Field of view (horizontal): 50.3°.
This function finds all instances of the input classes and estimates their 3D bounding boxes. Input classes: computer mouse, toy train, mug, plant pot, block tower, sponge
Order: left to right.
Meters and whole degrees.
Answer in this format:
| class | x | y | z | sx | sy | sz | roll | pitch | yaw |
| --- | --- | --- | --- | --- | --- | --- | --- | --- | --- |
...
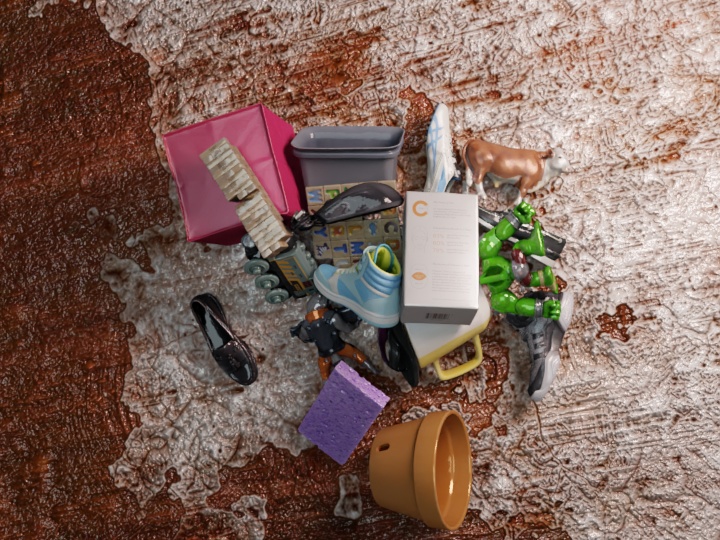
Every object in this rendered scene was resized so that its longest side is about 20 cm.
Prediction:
| class | x | y | z | sx | sy | sz | roll | pitch | yaw |
| --- | --- | --- | --- | --- | --- | --- | --- | --- | --- |
| block tower | -0.185 | -0.119 | 1.266 | 0.054 | 0.058 | 0.202 | -33 | 87 | 8 |
| toy train | -0.142 | -0.013 | 1.396 | 0.112 | 0.201 | 0.086 | -16 | 56 | 7 |
| sponge | -0.034 | 0.264 | 1.399 | 0.111 | 0.030 | 0.201 | 36 | 130 | 7 |
| computer mouse | -0.025 | -0.114 | 1.304 | 0.197 | 0.138 | 0.054 | -14 | 90 | 2 |
| plant pot | 0.103 | 0.351 | 1.359 | 0.138 | 0.199 | 0.204 | -5 | 89 | 25 |
| mug | 0.153 | 0.086 | 1.387 | 0.151 | 0.187 | 0.151 | -23 | 54 | 0 |

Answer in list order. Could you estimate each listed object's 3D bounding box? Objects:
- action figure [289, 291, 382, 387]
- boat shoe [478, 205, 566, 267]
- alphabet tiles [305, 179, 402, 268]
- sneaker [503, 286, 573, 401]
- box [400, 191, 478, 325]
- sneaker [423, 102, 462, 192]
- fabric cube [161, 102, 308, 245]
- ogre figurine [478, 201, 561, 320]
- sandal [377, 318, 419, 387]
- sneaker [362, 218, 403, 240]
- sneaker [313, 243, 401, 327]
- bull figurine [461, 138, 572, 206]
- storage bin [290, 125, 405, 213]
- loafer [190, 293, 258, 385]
| class | x | y | z | sx | sy | sz | roll | pitch | yaw |
| --- | --- | --- | --- | --- | --- | --- | --- | --- | --- |
| action figure | -0.031 | 0.122 | 1.419 | 0.198 | 0.105 | 0.195 | -28 | 95 | 11 |
| boat shoe | 0.276 | -0.079 | 1.384 | 0.198 | 0.076 | 0.061 | 30 | 95 | -4 |
| alphabet tiles | -0.007 | -0.058 | 1.383 | 0.164 | 0.008 | 0.203 | -3 | 109 | 13 |
| sneaker | 0.306 | 0.125 | 1.377 | 0.112 | 0.075 | 0.203 | 16 | 87 | 10 |
| box | 0.131 | -0.020 | 1.286 | 0.122 | 0.098 | 0.203 | 3 | 70 | 0 |
| sneaker | 0.152 | -0.202 | 1.401 | 0.071 | 0.072 | 0.204 | 2 | 94 | 15 |
| fabric cube | -0.215 | -0.164 | 1.398 | 0.193 | 0.199 | 0.203 | -14 | 88 | 8 |
| ogre figurine | 0.266 | -0.006 | 1.319 | 0.118 | 0.099 | 0.202 | -14 | 116 | 19 |
| sandal | 0.053 | 0.125 | 1.398 | 0.047 | 0.075 | 0.203 | -26 | 105 | -19 |
| sneaker | 0.022 | -0.033 | 1.421 | 0.197 | 0.076 | 0.117 | 9 | 90 | 7 |
| sneaker | 0.000 | 0.000 | 1.328 | 0.199 | 0.079 | 0.132 | 28 | 120 | 36 |
| bull figurine | 0.276 | -0.175 | 1.383 | 0.197 | 0.065 | 0.123 | 13 | 89 | 10 |
| storage bin | -0.018 | -0.185 | 1.409 | 0.196 | 0.146 | 0.136 | 3 | 118 | 9 |
| loafer | -0.270 | 0.137 | 1.475 | 0.071 | 0.063 | 0.202 | -33 | 85 | 8 |
